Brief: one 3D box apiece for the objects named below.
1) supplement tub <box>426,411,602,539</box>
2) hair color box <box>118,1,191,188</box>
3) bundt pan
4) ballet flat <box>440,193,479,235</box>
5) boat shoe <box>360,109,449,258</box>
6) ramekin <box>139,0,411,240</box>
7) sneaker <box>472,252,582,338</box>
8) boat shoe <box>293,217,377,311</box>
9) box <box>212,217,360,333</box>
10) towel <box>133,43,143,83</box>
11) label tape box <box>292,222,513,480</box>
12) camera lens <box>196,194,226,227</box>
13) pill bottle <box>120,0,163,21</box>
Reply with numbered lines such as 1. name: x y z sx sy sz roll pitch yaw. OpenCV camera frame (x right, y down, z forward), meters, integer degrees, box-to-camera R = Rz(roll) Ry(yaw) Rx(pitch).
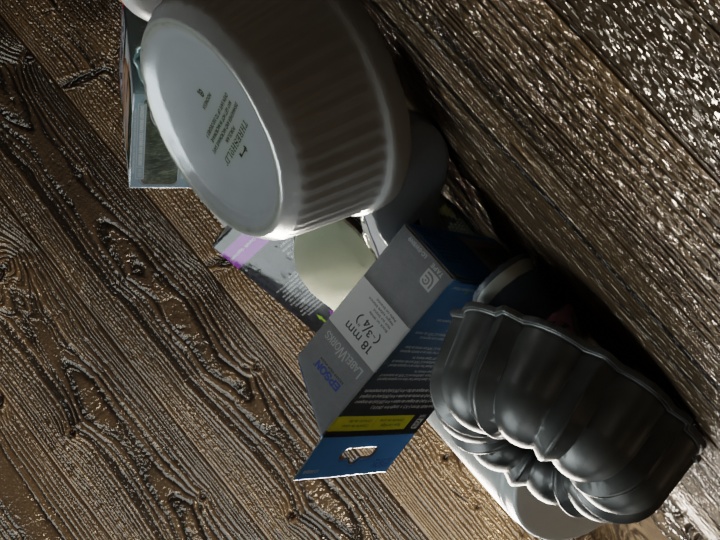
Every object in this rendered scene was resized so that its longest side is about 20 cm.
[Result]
1. supplement tub: 0.135 0.119 1.431 0.132 0.132 0.200 52 176 -37
2. hair color box: -0.185 -0.171 1.541 0.200 0.060 0.099 -106 19 -52
3. bundt pan: 0.132 0.108 1.171 0.201 0.076 0.202 29 163 10
4. ballet flat: 0.031 -0.051 1.360 0.069 0.071 0.200 -14 125 36
5. boat shoe: 0.022 -0.062 1.238 0.070 0.071 0.200 47 167 26
6. ramekin: -0.064 -0.113 1.122 0.202 0.094 0.203 41 148 33
7. sneaker: 0.135 0.061 1.263 0.082 0.070 0.200 50 179 24
8. boat shoe: 0.000 0.000 1.411 0.200 0.071 0.063 56 -146 -47
9. box: -0.020 0.001 1.531 0.200 0.036 0.143 41 138 -10
10. towel: -0.078 -0.134 1.442 0.200 0.048 0.171 50 -145 7
11. label tape box: 0.026 0.063 1.279 0.063 0.200 0.144 47 -161 25
12. camera lens: -0.052 -0.069 1.655 0.200 0.160 0.160 50 178 6
13. pill bottle: -0.169 -0.275 1.226 0.200 0.113 0.113 49 177 35
